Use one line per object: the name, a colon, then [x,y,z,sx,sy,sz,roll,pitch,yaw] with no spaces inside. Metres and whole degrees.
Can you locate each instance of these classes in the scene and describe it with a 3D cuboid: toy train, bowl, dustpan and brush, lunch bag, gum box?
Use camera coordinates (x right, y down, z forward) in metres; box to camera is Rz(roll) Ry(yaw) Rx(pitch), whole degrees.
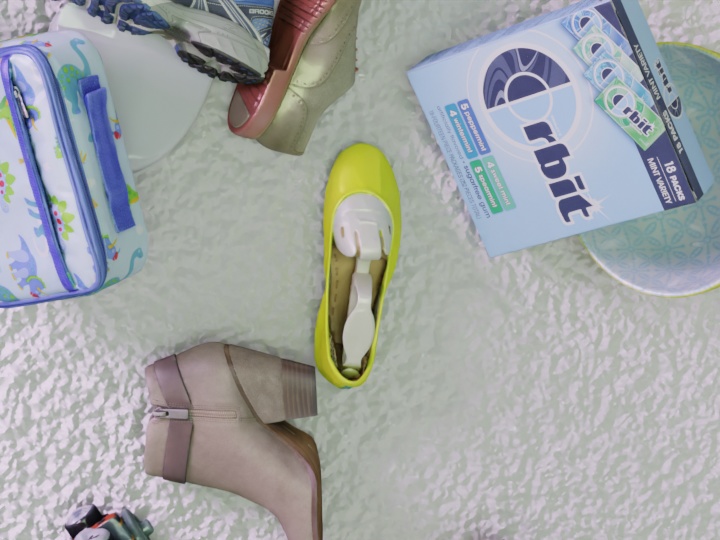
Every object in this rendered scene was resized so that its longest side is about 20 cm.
toy train: [-0.174,0.282,1.562,0.085,0.114,0.201,-32,104,-3]
bowl: [0.274,-0.082,1.560,0.107,0.199,0.203,-5,105,-51]
dustpan and brush: [-0.198,-0.099,1.527,0.138,0.057,0.202,11,92,-22]
lunch bag: [-0.248,-0.077,1.463,0.159,0.082,0.202,-4,105,37]
gum box: [0.155,-0.114,1.518,0.199,0.045,0.171,-15,106,39]

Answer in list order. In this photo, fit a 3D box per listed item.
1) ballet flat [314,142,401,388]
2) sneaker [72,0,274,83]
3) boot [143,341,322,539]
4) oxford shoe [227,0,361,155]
ballet flat: [0.000,0.000,1.563,0.066,0.067,0.202,5,99,-9]
sneaker: [-0.149,-0.221,1.472,0.199,0.077,0.086,29,70,-30]
boot: [-0.105,0.156,1.581,0.144,0.070,0.202,-3,100,-2]
oxford shoe: [-0.030,-0.186,1.531,0.073,0.071,0.201,25,103,-31]
